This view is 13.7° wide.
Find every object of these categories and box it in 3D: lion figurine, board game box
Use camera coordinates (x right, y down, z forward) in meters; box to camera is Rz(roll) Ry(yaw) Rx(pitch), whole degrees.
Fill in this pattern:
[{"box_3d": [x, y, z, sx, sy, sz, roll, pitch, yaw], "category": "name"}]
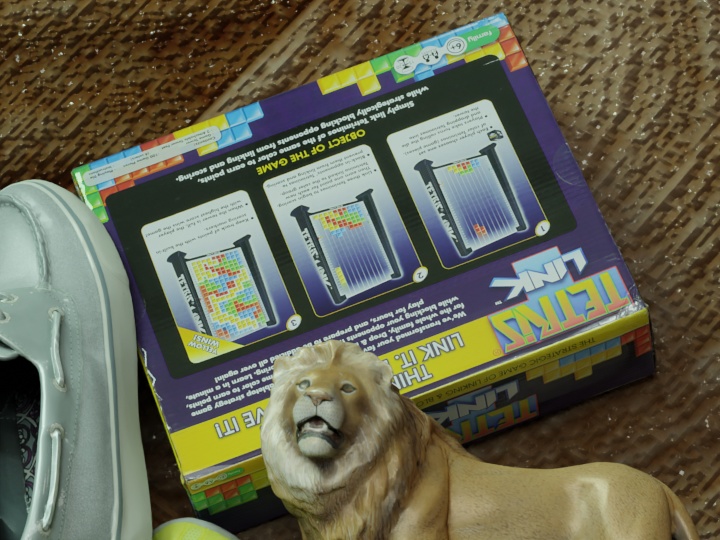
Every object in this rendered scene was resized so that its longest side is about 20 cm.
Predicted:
[{"box_3d": [0.056, 0.099, 1.143, 0.199, 0.073, 0.123, 10, 67, -10], "category": "lion figurine"}, {"box_3d": [0.000, 0.000, 1.242, 0.199, 0.057, 0.166, -20, 58, -4], "category": "board game box"}]

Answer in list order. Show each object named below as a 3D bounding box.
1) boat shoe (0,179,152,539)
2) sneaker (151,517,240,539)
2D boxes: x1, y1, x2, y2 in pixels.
[{"box_3d": [-0.133, 0.041, 1.187, 0.070, 0.071, 0.202, -35, 51, 28], "category": "boat shoe"}, {"box_3d": [-0.038, 0.170, 1.124, 0.075, 0.077, 0.200, -23, 55, -5], "category": "sneaker"}]
